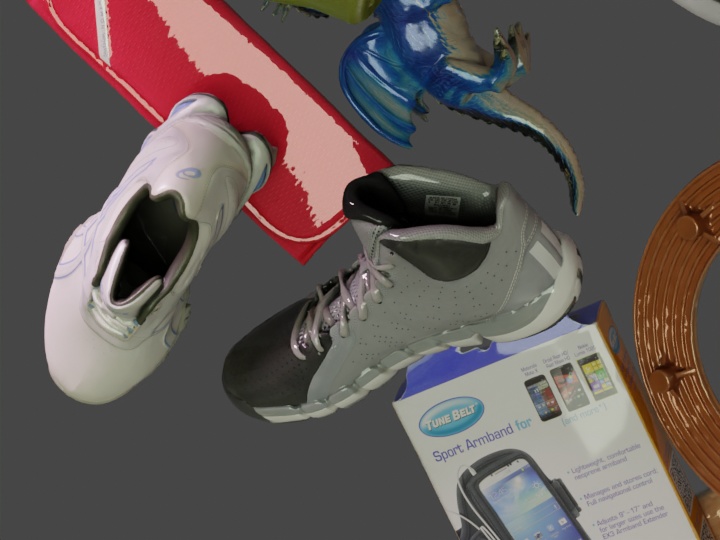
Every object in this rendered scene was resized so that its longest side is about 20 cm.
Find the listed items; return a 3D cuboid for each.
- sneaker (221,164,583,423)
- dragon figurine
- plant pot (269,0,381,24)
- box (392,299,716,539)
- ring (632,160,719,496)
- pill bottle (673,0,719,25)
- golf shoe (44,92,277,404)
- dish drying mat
[{"bbox_3d":[0.000,0.000,1.177,0.199,0.075,0.116,-22,138,18],"label":"sneaker"},{"bbox_3d":[0.028,-0.100,1.169,0.099,0.059,0.201,-32,99,20],"label":"dragon figurine"},{"bbox_3d":[-0.057,-0.207,1.070,0.192,0.200,0.201,26,112,4],"label":"plant pot"},{"bbox_3d":[0.103,0.108,1.237,0.118,0.041,0.201,-22,101,19],"label":"box"},{"bbox_3d":[0.216,0.037,1.155,0.199,0.019,0.202,13,111,35],"label":"ring"},{"bbox_3d":[0.200,-0.209,1.036,0.111,0.111,0.200,33,132,0],"label":"pill bottle"},{"bbox_3d":[-0.121,0.003,1.211,0.078,0.097,0.201,31,124,1],"label":"golf shoe"},{"bbox_3d":[-0.078,-0.094,1.216,0.200,0.018,0.077,44,111,-5],"label":"dish drying mat"}]
